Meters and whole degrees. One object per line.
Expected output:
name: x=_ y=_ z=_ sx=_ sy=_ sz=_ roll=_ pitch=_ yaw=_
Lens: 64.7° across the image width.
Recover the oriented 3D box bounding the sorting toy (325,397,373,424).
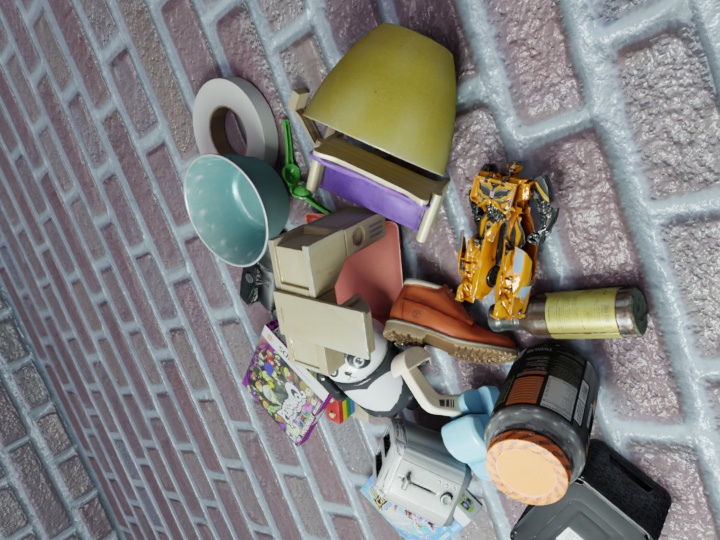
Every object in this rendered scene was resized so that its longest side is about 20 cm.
sorting toy: x=-0.077 y=0.190 z=1.105 sx=0.200 sy=0.070 sz=0.199 roll=16 pitch=120 yaw=36

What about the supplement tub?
supplement tub: x=0.233 y=0.193 z=0.732 sx=0.122 sy=0.200 sz=0.123 roll=13 pitch=121 yaw=23

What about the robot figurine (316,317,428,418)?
robot figurine: x=0.021 y=0.163 z=0.935 sx=0.125 sy=0.150 sz=0.200 roll=22 pitch=156 yaw=53

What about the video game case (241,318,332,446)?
video game case: x=-0.142 y=0.221 z=1.102 sx=0.181 sy=0.036 sz=0.200 roll=44 pitch=133 yaw=18

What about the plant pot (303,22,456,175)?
plant pot: x=0.044 y=-0.227 z=0.732 sx=0.200 sy=0.200 sz=0.142 roll=30 pitch=105 yaw=27

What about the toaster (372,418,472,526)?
toaster: x=0.096 y=0.318 z=0.931 sx=0.129 sy=0.200 sz=0.114 roll=23 pitch=95 yaw=-1

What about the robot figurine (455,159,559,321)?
robot figurine: x=0.183 y=-0.043 z=0.746 sx=0.145 sy=0.058 sz=0.201 roll=26 pitch=118 yaw=51

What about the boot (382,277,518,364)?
boot: x=0.144 y=0.074 z=0.851 sx=0.199 sy=0.107 sz=0.075 roll=17 pitch=157 yaw=5

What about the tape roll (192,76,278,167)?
tape roll: x=-0.234 y=-0.252 z=1.050 sx=0.202 sy=0.037 sz=0.203 roll=20 pitch=123 yaw=34

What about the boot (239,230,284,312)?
boot: x=-0.232 y=-0.020 z=1.133 sx=0.200 sy=0.076 sz=0.169 roll=24 pitch=121 yaw=24

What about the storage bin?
storage bin: x=0.325 y=0.361 z=0.820 sx=0.135 sy=0.094 sz=0.200 roll=38 pitch=130 yaw=21

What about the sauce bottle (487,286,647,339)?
sauce bottle: x=0.263 y=0.058 z=0.746 sx=0.200 sy=0.065 sz=0.065 roll=-6 pitch=106 yaw=42

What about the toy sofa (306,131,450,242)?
toy sofa: x=0.019 y=-0.119 z=0.823 sx=0.200 sy=0.098 sz=0.083 roll=26 pitch=127 yaw=12

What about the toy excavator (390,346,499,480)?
toy excavator: x=0.149 y=0.211 z=0.842 sx=0.100 sy=0.200 sz=0.195 roll=-40 pitch=51 yaw=44

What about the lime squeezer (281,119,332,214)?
lime squeezer: x=-0.098 y=-0.156 z=0.976 sx=0.071 sy=0.038 sz=0.200 roll=-36 pitch=73 yaw=29

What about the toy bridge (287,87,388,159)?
toy bridge: x=-0.045 y=-0.213 z=0.910 sx=0.200 sy=0.027 sz=0.067 roll=41 pitch=133 yaw=17

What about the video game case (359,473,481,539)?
video game case: x=0.106 y=0.432 z=1.081 sx=0.181 sy=0.045 sz=0.200 roll=43 pitch=133 yaw=18

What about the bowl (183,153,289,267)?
bowl: x=-0.202 y=-0.118 z=0.993 sx=0.200 sy=0.105 sz=0.201 roll=18 pitch=123 yaw=29

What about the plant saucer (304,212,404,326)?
plant saucer: x=0.000 y=0.000 z=0.969 sx=0.199 sy=0.037 sz=0.201 roll=10 pitch=116 yaw=38

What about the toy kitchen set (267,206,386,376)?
toy kitchen set: x=-0.005 y=0.032 z=0.838 sx=0.163 sy=0.180 sz=0.201 roll=11 pitch=118 yaw=37
